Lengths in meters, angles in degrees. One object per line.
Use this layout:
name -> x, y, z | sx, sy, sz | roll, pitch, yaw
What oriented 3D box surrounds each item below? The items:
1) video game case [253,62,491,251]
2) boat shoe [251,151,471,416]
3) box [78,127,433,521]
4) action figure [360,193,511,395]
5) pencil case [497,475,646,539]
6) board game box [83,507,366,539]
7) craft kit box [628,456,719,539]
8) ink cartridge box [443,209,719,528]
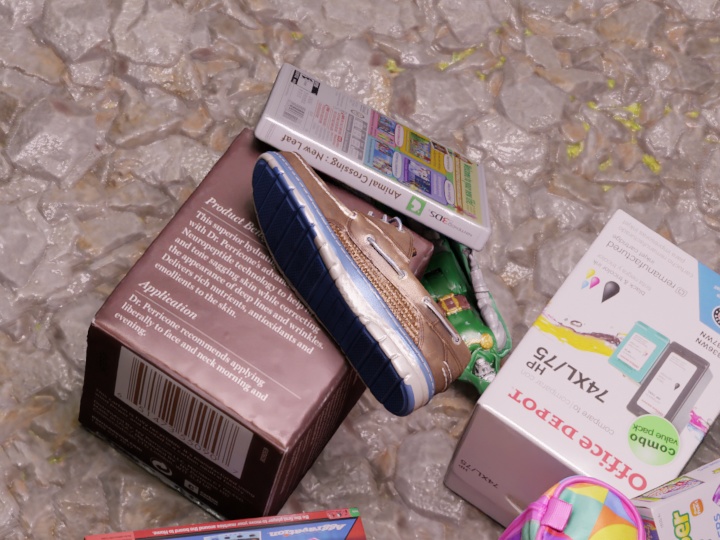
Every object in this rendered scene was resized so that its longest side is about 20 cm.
video game case -> 0.012, -0.087, 1.474 | 0.181, 0.022, 0.200 | 27, 15, -6
boat shoe -> 0.000, 0.000, 1.327 | 0.072, 0.072, 0.201 | -27, 80, -29
box -> -0.077, 0.047, 1.416 | 0.165, 0.165, 0.200 | 33, 60, 8
action figure -> 0.058, 0.013, 1.524 | 0.117, 0.055, 0.201 | -24, 65, -10
pencil case -> 0.121, 0.206, 1.350 | 0.087, 0.200, 0.089 | 7, 64, -15
board game box -> -0.083, 0.219, 1.349 | 0.198, 0.020, 0.104 | -4, 57, -21
craft kit box -> 0.285, 0.218, 1.355 | 0.196, 0.048, 0.202 | -21, 99, -25
ink cartridge box -> 0.181, 0.096, 1.446 | 0.146, 0.146, 0.200 | 33, 62, 10
